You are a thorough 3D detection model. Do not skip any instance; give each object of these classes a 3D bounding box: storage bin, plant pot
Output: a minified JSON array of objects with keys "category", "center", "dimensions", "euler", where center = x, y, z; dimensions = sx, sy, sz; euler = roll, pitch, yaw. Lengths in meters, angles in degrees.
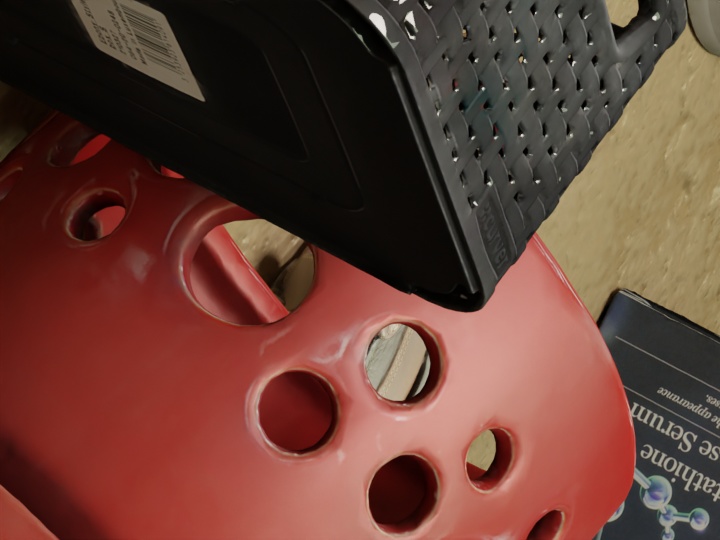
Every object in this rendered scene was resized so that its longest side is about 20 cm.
[{"category":"storage bin","center":[-0.034,-0.092,0.608],"dimensions":[0.094,0.199,0.135],"euler":[-52,150,-18]},{"category":"plant pot","center":[-0.049,0.055,0.717],"dimensions":[0.182,0.200,0.201],"euler":[-45,148,-24]}]

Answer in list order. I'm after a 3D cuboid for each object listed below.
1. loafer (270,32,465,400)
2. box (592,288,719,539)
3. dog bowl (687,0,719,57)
[{"category":"loafer","center":[0.000,0.000,0.903],"dimensions":[0.200,0.072,0.063],"euler":[-55,135,-26]},{"category":"box","center":[0.153,0.134,1.178],"dimensions":[0.107,0.148,0.201],"euler":[21,95,-61]},{"category":"dog bowl","center":[0.222,-0.177,1.117],"dimensions":[0.200,0.058,0.201],"euler":[-41,146,-35]}]
